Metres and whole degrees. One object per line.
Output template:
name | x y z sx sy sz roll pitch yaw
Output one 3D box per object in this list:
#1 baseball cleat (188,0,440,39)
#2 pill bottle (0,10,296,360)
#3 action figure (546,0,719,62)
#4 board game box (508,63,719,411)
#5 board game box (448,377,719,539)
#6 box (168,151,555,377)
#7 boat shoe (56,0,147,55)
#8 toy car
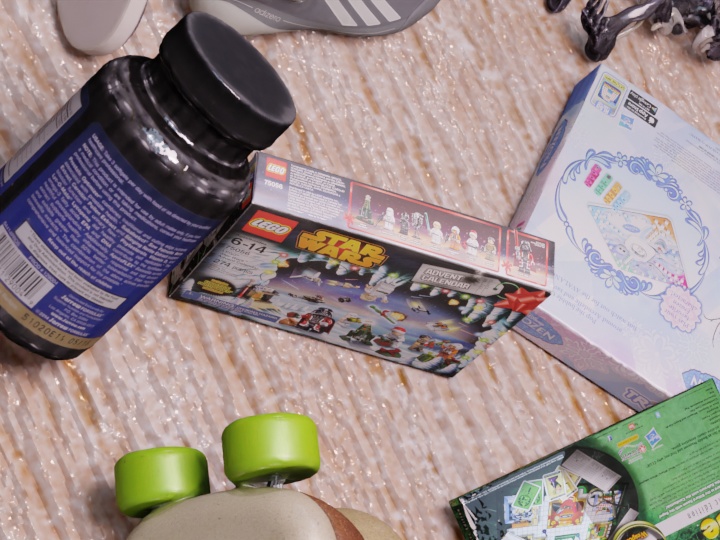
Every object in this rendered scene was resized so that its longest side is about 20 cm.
baseball cleat | -0.012 -0.196 1.571 0.200 0.106 0.070 -15 70 -33
pill bottle | -0.135 -0.050 1.373 0.112 0.200 0.112 41 21 -19
action figure | 0.238 -0.203 1.707 0.200 0.102 0.119 -9 60 -28
board game box | 0.200 -0.007 1.629 0.200 0.043 0.199 34 57 -10
board game box | 0.162 0.153 1.524 0.200 0.023 0.105 -22 83 -23
box | 0.000 0.000 1.468 0.200 0.137 0.040 16 58 -19
boat shoe | -0.132 -0.227 1.546 0.093 0.075 0.201 19 80 -55
toy car | -0.031 0.187 1.395 0.200 0.158 0.165 18 60 -52
